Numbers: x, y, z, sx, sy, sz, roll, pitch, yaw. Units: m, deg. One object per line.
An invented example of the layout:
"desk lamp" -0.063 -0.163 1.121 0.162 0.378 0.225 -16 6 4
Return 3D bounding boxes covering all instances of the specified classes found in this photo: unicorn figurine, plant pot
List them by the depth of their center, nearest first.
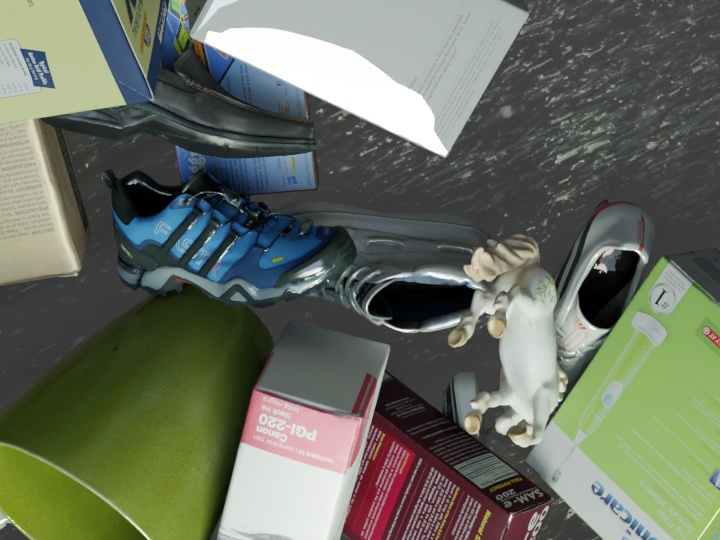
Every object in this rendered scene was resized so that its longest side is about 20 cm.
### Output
"unicorn figurine" 0.112 0.067 1.612 0.073 0.137 0.201 18 116 20
"plant pot" -0.155 0.108 1.656 0.186 0.200 0.188 27 153 15

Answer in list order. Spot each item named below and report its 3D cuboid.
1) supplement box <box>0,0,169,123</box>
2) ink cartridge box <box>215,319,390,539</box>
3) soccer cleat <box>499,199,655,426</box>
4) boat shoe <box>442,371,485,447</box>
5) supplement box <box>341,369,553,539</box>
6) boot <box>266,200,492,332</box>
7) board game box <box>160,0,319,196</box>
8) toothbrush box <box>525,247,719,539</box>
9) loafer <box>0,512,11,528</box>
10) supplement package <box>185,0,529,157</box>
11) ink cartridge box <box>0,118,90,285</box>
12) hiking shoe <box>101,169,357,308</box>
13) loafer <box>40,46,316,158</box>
"supplement box" -0.250 -0.212 1.498 0.198 0.135 0.201 -7 138 12
"ink cartridge box" -0.048 0.157 1.624 0.084 0.146 0.201 14 110 4
"soccer cleat" 0.159 0.040 1.679 0.068 0.085 0.201 25 114 -10
"boat shoe" 0.064 0.171 1.754 0.063 0.071 0.201 3 115 4
"supplement box" 0.038 0.163 1.697 0.200 0.061 0.109 37 120 28
"boot" 0.000 0.000 1.659 0.198 0.096 0.074 -2 116 3
"board game box" -0.092 -0.148 1.632 0.102 0.019 0.201 -5 116 3
"toothbrush box" 0.236 0.107 1.642 0.146 0.086 0.201 43 117 25
"loafer" -0.266 0.147 1.760 0.199 0.070 0.070 -32 106 8
"supplement package" -0.006 -0.187 1.538 0.199 0.121 0.120 24 112 -17
"ink cartridge box" -0.313 -0.069 1.648 0.198 0.075 0.166 -9 117 6
"hiking shoe" -0.099 -0.027 1.622 0.199 0.074 0.087 1 121 27
"loafer" -0.124 -0.123 1.598 0.199 0.073 0.073 11 83 -16
